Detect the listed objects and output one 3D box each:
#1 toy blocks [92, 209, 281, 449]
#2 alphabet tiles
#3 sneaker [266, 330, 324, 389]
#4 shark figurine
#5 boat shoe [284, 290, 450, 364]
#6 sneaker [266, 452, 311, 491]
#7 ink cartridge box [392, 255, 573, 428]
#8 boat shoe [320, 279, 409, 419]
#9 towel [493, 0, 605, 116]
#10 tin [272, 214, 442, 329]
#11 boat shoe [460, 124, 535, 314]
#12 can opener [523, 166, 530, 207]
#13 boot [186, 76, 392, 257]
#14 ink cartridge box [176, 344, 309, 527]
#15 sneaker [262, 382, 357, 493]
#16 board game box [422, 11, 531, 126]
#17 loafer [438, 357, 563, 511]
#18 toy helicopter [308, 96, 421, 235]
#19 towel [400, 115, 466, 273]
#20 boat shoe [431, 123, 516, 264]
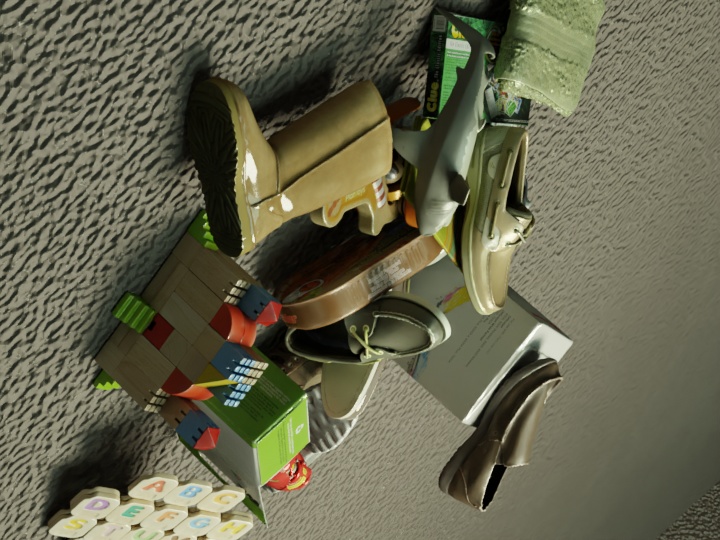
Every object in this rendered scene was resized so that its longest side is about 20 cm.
[{"bbox_3d":[-0.148,0.068,1.530,0.201,0.136,0.100,-53,155,7],"label":"toy blocks"},{"bbox_3d":[-0.213,0.260,1.695,0.198,0.015,0.195,16,140,-34],"label":"alphabet tiles"},{"bbox_3d":[-0.072,0.091,1.802,0.199,0.070,0.076,-24,128,-51],"label":"sneaker"},{"bbox_3d":[0.073,-0.140,1.557,0.128,0.088,0.217,-136,-121,-85],"label":"shark figurine"},{"bbox_3d":[0.005,0.064,1.701,0.060,0.200,0.073,-43,119,-37],"label":"boat shoe"},{"bbox_3d":[-0.086,0.203,1.807,0.077,0.085,0.200,-48,-174,-8],"label":"sneaker"},{"bbox_3d":[0.114,0.067,1.899,0.145,0.200,0.147,-52,155,6],"label":"ink cartridge box"},{"bbox_3d":[0.010,0.071,1.796,0.059,0.071,0.202,36,60,-49],"label":"boat shoe"},{"bbox_3d":[0.204,-0.247,1.751,0.199,0.036,0.150,10,93,-60],"label":"towel"},{"bbox_3d":[0.000,0.000,1.714,0.199,0.042,0.112,-32,-165,-24],"label":"tin"},{"bbox_3d":[0.147,-0.051,1.735,0.072,0.064,0.203,-20,113,-63],"label":"boat shoe"},{"bbox_3d":[0.161,-0.072,1.873,0.200,0.063,0.080,-76,179,-71],"label":"can opener"},{"bbox_3d":[-0.059,-0.124,1.474,0.199,0.066,0.177,-33,135,-36],"label":"boot"},{"bbox_3d":[-0.125,0.150,1.675,0.076,0.147,0.201,-41,156,-21],"label":"ink cartridge box"},{"bbox_3d":[-0.057,0.175,1.911,0.200,0.075,0.082,-42,179,41],"label":"sneaker"},{"bbox_3d":[0.126,-0.204,1.700,0.199,0.023,0.106,-3,103,-58],"label":"board game box"},{"bbox_3d":[0.168,0.185,1.834,0.073,0.071,0.201,0,128,-58],"label":"loafer"},{"bbox_3d":[0.008,-0.096,1.631,0.200,0.078,0.134,-30,130,-57],"label":"toy helicopter"},{"bbox_3d":[0.086,-0.074,1.690,0.200,0.018,0.087,49,48,-59],"label":"towel"},{"bbox_3d":[0.095,-0.100,1.803,0.202,0.070,0.071,-59,151,6],"label":"boat shoe"}]
